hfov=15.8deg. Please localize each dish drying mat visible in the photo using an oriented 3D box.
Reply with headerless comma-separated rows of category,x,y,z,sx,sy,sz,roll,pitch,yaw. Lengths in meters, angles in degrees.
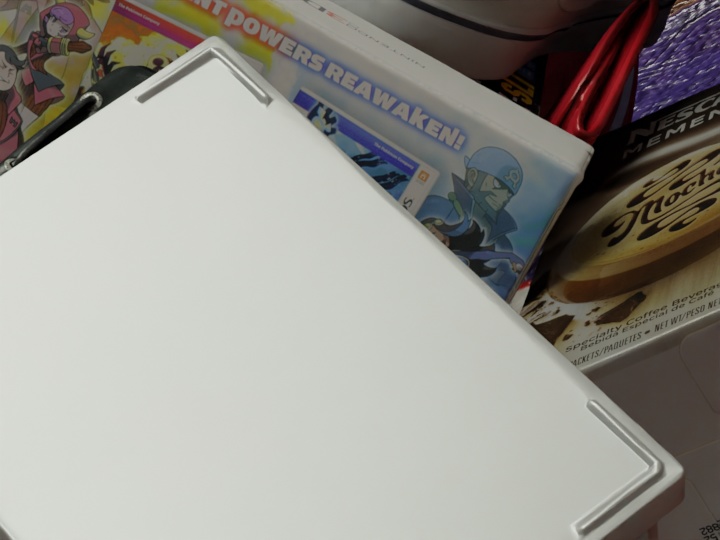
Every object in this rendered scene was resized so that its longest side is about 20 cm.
dish drying mat,0.052,-0.021,0.965,0.077,0.018,0.200,-61,2,-38

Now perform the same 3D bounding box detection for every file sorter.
file sorter,-0.026,0.064,0.715,0.139,0.125,0.200,-36,56,-16

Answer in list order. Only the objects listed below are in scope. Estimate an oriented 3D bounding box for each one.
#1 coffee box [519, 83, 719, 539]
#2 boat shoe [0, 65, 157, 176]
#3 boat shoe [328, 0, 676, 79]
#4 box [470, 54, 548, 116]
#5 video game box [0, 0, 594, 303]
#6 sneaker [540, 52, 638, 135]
coffee box,0.121,0.009,0.844,0.113,0.080,0.200,-25,17,23
boat shoe,-0.121,0.008,0.794,0.199,0.075,0.066,-44,62,-6
boat shoe,0.062,-0.114,0.929,0.200,0.072,0.066,-8,-50,-51
box,0.000,0.000,0.968,0.200,0.049,0.160,-58,4,23
video game box,-0.052,-0.009,0.862,0.182,0.200,0.047,-61,-3,21
sneaker,0.048,-0.044,1.109,0.200,0.116,0.078,-47,35,-1
